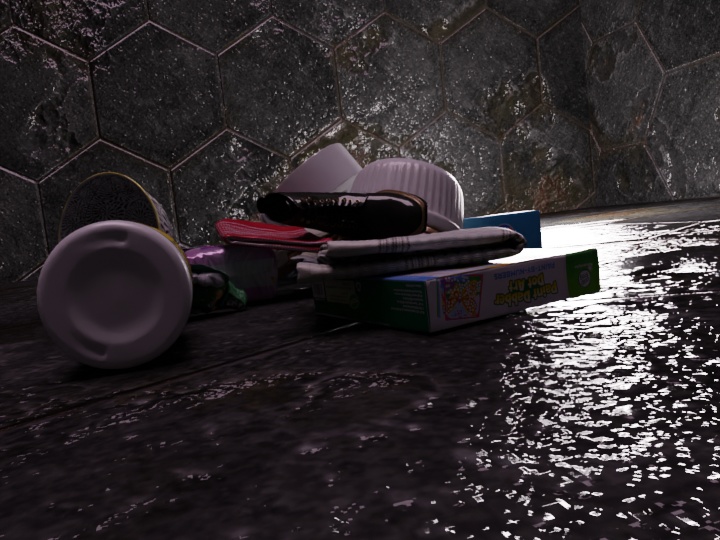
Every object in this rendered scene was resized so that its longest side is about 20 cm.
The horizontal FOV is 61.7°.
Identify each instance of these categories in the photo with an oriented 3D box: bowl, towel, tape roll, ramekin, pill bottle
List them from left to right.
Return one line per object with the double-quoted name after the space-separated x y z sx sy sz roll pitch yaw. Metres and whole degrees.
-0.355 -0.045 0.928 0.198 0.204 0.094 -5 1 22 "bowl"
-0.204 0.014 0.534 0.110 0.113 0.200 -8 6 -15 "pill bottle"
-0.124 -0.049 0.832 0.142 0.023 0.200 4 7 -18 "towel"
-0.085 -0.132 1.082 0.202 0.071 0.202 -42 -2 -2 "tape roll"
0.032 -0.022 0.577 0.197 0.035 0.193 -8 5 -3 "towel"
0.069 -0.092 0.946 0.197 0.107 0.200 9 -17 3 "ramekin"

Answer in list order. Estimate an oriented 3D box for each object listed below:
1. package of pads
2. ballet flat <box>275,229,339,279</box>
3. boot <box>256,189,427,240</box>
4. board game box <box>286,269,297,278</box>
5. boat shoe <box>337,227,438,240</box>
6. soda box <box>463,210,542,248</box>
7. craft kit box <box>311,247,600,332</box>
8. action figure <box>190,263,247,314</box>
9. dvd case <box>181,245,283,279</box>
-0.187 0.003 0.849 0.119 0.077 0.200 -4 4 -16 "package of pads"
-0.106 -0.041 0.977 0.198 0.068 0.072 -25 -17 -8 "ballet flat"
-0.025 -0.072 0.795 0.198 0.079 0.138 1 1 34 "boot"
-0.079 -0.056 1.136 0.134 0.045 0.200 -43 -2 10 "board game box"
0.031 -0.017 0.885 0.198 0.071 0.071 -7 41 41 "boat shoe"
0.212 -0.061 1.060 0.197 0.069 0.064 -6 4 7 "soda box"
0.082 0.011 0.572 0.195 0.049 0.199 -13 7 -29 "craft kit box"
-0.224 0.022 0.683 0.197 0.055 0.119 6 -42 -26 "action figure"
-0.245 -0.015 1.127 0.147 0.016 0.199 22 -10 -30 "dvd case"
